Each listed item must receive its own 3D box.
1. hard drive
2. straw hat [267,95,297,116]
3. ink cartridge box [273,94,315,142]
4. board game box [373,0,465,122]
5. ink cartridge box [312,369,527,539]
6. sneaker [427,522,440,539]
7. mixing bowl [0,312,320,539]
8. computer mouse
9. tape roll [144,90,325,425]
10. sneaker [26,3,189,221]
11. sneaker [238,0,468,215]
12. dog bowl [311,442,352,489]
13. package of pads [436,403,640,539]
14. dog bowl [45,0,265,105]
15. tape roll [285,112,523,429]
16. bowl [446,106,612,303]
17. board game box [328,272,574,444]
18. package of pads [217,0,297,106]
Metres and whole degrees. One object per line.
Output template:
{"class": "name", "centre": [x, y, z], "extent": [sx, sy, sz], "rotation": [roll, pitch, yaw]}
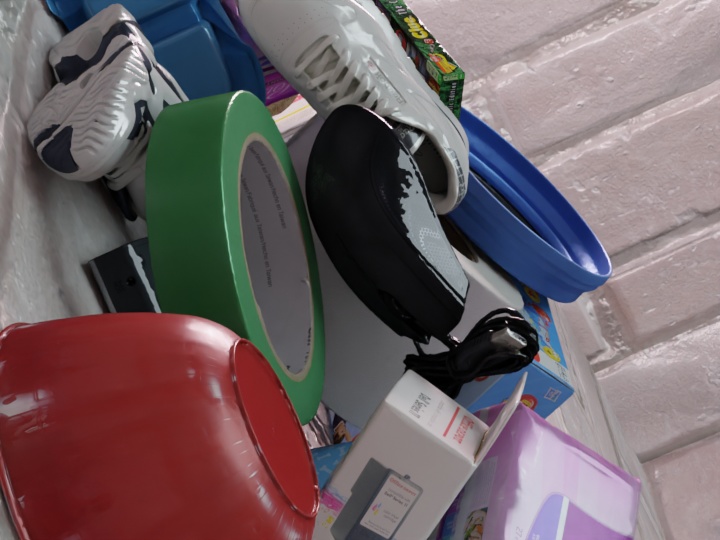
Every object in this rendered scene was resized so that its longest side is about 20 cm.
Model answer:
{"class": "hard drive", "centre": [-0.095, 0.074, 1.177], "extent": [0.140, 0.033, 0.200], "rotation": [-31, 97, -80]}
{"class": "straw hat", "centre": [-0.114, -0.227, 1.589], "extent": [0.085, 0.201, 0.201], "rotation": [0, 58, -33]}
{"class": "ink cartridge box", "centre": [-0.034, -0.073, 1.674], "extent": [0.145, 0.083, 0.200], "rotation": [64, 10, -11]}
{"class": "board game box", "centre": [0.019, -0.149, 1.394], "extent": [0.200, 0.023, 0.105], "rotation": [-124, -151, -46]}
{"class": "ink cartridge box", "centre": [0.016, 0.132, 1.139], "extent": [0.067, 0.200, 0.117], "rotation": [35, 9, 3]}
{"class": "sneaker", "centre": [0.106, 0.201, 1.335], "extent": [0.074, 0.115, 0.200], "rotation": [-99, 163, -61]}
{"class": "mixing bowl", "centre": [-0.088, 0.099, 0.952], "extent": [0.200, 0.108, 0.201], "rotation": [-23, 90, -80]}
{"class": "computer mouse", "centre": [0.020, -0.008, 1.204], "extent": [0.200, 0.053, 0.138], "rotation": [61, -32, 0]}
{"class": "tape roll", "centre": [-0.070, -0.004, 1.131], "extent": [0.200, 0.048, 0.201], "rotation": [-10, 90, -79]}
{"class": "sneaker", "centre": [-0.134, -0.074, 1.172], "extent": [0.130, 0.079, 0.199], "rotation": [52, 5, -24]}
{"class": "sneaker", "centre": [0.000, -0.119, 1.257], "extent": [0.200, 0.076, 0.081], "rotation": [42, 22, -15]}
{"class": "dog bowl", "centre": [0.015, 0.210, 1.348], "extent": [0.200, 0.049, 0.111], "rotation": [65, 10, -7]}
{"class": "package of pads", "centre": [0.105, 0.194, 1.193], "extent": [0.120, 0.076, 0.200], "rotation": [32, 52, -24]}
{"class": "dog bowl", "centre": [-0.139, -0.159, 1.283], "extent": [0.050, 0.111, 0.200], "rotation": [-157, -138, -84]}
{"class": "tape roll", "centre": [0.000, 0.000, 1.376], "extent": [0.203, 0.139, 0.203], "rotation": [44, 10, -10]}
{"class": "bowl", "centre": [0.107, -0.053, 1.461], "extent": [0.200, 0.039, 0.201], "rotation": [39, 16, -14]}
{"class": "board game box", "centre": [0.061, 0.080, 1.484], "extent": [0.056, 0.200, 0.196], "rotation": [33, 27, -27]}
{"class": "package of pads", "centre": [-0.069, -0.181, 1.398], "extent": [0.076, 0.120, 0.200], "rotation": [66, -23, 9]}
